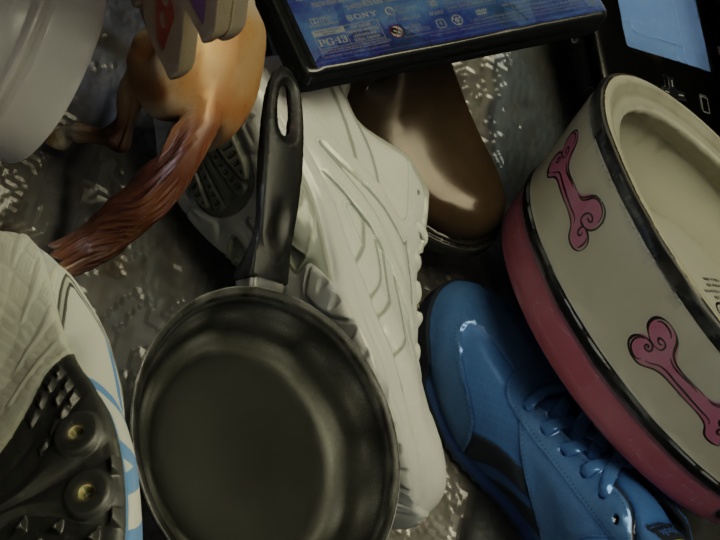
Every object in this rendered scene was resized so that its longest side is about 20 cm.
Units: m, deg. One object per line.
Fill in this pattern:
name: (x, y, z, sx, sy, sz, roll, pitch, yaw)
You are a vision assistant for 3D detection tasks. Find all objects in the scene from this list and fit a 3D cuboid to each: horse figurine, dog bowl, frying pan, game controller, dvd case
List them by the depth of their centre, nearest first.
frying pan: (-0.046, 0.027, 0.835, 0.114, 0.031, 0.191, -12, 81, -41)
horse figurine: (-0.074, -0.095, 0.885, 0.050, 0.132, 0.201, 16, 60, -32)
dvd case: (-0.001, -0.169, 0.955, 0.142, 0.018, 0.201, -14, 68, -27)
dog bowl: (0.139, 0.018, 0.988, 0.200, 0.074, 0.201, 42, 24, -23)
game controller: (0.131, -0.146, 1.124, 0.104, 0.042, 0.201, 6, 66, -35)

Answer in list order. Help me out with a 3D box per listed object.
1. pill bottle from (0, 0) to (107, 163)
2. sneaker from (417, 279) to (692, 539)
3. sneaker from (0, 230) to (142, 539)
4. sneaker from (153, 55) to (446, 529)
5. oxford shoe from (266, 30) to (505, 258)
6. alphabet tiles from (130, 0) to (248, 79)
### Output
pill bottle: (-0.193, -0.114, 0.820, 0.199, 0.112, 0.113, 24, 56, -25)
sneaker: (0.093, 0.086, 0.962, 0.066, 0.078, 0.201, -21, 81, -39)
sneaker: (-0.103, 0.062, 0.784, 0.073, 0.072, 0.200, 53, 9, -38)
sneaker: (0.000, 0.000, 0.928, 0.099, 0.078, 0.201, -18, 86, -42)
oxford shoe: (0.008, -0.098, 0.982, 0.073, 0.084, 0.201, -32, 91, -43)
alphabet tiles: (-0.074, -0.172, 0.782, 0.015, 0.196, 0.201, -11, 48, -20)
